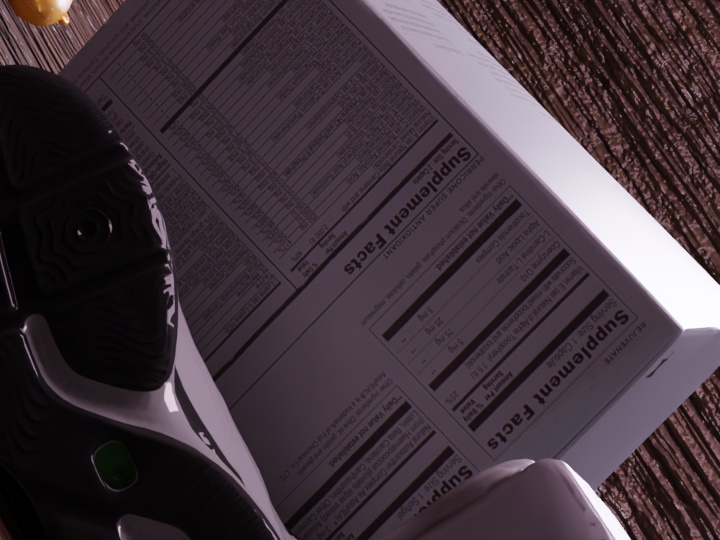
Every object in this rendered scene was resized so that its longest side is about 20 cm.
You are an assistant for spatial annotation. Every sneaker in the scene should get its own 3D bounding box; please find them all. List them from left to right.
[{"bbox_3d":[-0.069,0.046,0.816,0.115,0.076,0.201,75,-8,-74],"label":"sneaker"}]

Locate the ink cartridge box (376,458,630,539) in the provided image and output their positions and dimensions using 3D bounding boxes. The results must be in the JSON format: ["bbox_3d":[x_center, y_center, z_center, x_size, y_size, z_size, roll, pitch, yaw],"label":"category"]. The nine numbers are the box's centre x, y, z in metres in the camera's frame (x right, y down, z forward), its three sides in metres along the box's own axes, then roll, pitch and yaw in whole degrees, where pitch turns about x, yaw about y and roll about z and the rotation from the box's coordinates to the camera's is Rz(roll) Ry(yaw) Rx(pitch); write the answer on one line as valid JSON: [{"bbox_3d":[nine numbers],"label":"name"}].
[{"bbox_3d":[0.030,0.154,0.466,0.200,0.147,0.086,59,4,22],"label":"ink cartridge box"}]

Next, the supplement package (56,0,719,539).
[{"bbox_3d":[0.000,0.000,0.954,0.200,0.151,0.152,46,11,12],"label":"supplement package"}]

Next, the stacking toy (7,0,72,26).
[{"bbox_3d":[-0.152,-0.176,1.392,0.116,0.110,0.200,57,14,-30],"label":"stacking toy"}]
